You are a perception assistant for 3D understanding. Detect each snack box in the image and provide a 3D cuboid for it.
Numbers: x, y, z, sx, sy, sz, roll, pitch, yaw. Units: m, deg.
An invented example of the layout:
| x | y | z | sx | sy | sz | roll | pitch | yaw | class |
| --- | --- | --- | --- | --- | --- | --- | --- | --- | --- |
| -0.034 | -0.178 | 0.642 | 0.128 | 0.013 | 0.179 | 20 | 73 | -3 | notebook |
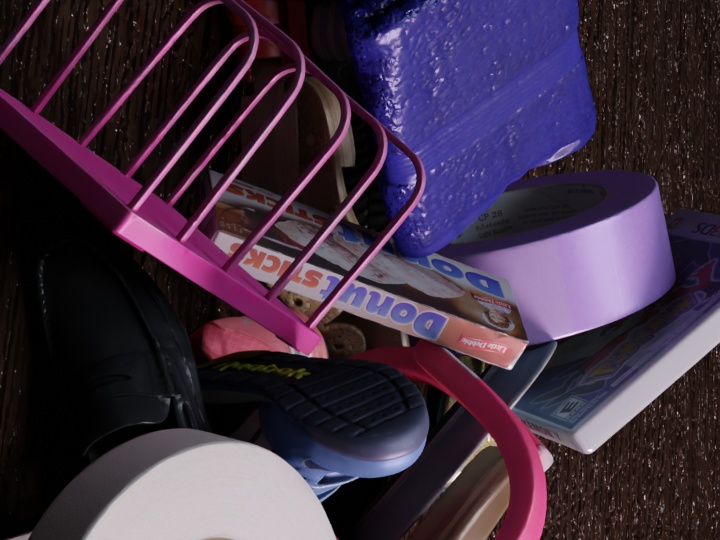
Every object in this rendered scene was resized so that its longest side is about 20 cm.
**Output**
| x | y | z | sx | sy | sz | roll | pitch | yaw | class |
| --- | --- | --- | --- | --- | --- | --- | --- | --- | --- |
| 0.000 | 0.000 | 1.501 | 0.199 | 0.024 | 0.072 | 20 | 26 | -19 | snack box |

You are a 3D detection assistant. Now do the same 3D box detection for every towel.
| x | y | z | sx | sy | sz | roll | pitch | yaw | class |
| --- | --- | --- | --- | --- | --- | --- | --- | --- | --- |
| 0.060 | -0.112 | 1.462 | 0.147 | 0.050 | 0.200 | -36 | 145 | -16 | towel |

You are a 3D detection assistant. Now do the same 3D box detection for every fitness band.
| x | y | z | sx | sy | sz | roll | pitch | yaw | class |
| --- | --- | --- | --- | --- | --- | --- | --- | --- | --- |
| 0.027 | 0.121 | 1.487 | 0.200 | 0.144 | 0.037 | 44 | 2 | 43 | fitness band |

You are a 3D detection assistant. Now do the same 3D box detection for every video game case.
| x | y | z | sx | sy | sz | roll | pitch | yaw | class |
| --- | --- | --- | --- | --- | --- | --- | --- | --- | --- |
| 0.178 | 0.034 | 1.675 | 0.200 | 0.182 | 0.023 | -40 | 106 | -11 | video game case |

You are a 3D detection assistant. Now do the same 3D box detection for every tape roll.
| x | y | z | sx | sy | sz | roll | pitch | yaw | class |
| --- | --- | --- | --- | --- | --- | --- | --- | --- | --- |
| -0.088 | 0.177 | 1.247 | 0.202 | 0.037 | 0.204 | -12 | 107 | -45 | tape roll |
| 0.099 | -0.006 | 1.671 | 0.200 | 0.199 | 0.066 | -36 | 116 | -62 | tape roll |

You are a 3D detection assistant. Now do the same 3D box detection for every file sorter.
| x | y | z | sx | sy | sz | roll | pitch | yaw | class |
| --- | --- | --- | --- | --- | --- | --- | --- | --- | --- |
| -0.077 | -0.071 | 1.334 | 0.126 | 0.139 | 0.200 | -51 | 147 | 2 | file sorter |

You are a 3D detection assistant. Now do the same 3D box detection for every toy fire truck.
| x | y | z | sx | sy | sz | roll | pitch | yaw | class |
| --- | --- | --- | --- | --- | --- | --- | --- | --- | --- |
| -0.013 | -0.133 | 1.522 | 0.129 | 0.175 | 0.201 | -55 | 147 | -56 | toy fire truck |

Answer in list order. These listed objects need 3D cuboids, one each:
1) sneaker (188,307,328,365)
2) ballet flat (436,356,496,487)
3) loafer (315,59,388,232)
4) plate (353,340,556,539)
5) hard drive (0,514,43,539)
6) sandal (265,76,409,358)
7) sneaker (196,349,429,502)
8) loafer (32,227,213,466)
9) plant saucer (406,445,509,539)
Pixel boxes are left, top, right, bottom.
| x | y | z | sx | sy | sz | roll | pitch | yaw | class |
| --- | --- | --- | --- | --- | --- | --- | --- | --- | --- |
| -0.071 | 0.121 | 1.460 | 0.086 | 0.074 | 0.201 | 2 | 85 | -39 | sneaker |
| 0.095 | 0.063 | 1.802 | 0.071 | 0.070 | 0.201 | 51 | 40 | -48 | ballet flat |
| 0.013 | -0.095 | 1.649 | 0.071 | 0.073 | 0.201 | 43 | 40 | -58 | loafer |
| 0.048 | 0.114 | 1.595 | 0.026 | 0.200 | 0.200 | 40 | 32 | 1 | plate |
| -0.156 | 0.193 | 1.273 | 0.200 | 0.038 | 0.141 | -9 | 91 | -64 | hard drive |
| -0.033 | -0.010 | 1.569 | 0.069 | 0.077 | 0.213 | -11 | 87 | -45 | sandal |
| -0.030 | 0.090 | 1.342 | 0.074 | 0.200 | 0.083 | -15 | 102 | -33 | sneaker |
| -0.113 | 0.071 | 1.314 | 0.201 | 0.068 | 0.070 | 66 | 15 | 6 | loafer |
| 0.039 | 0.182 | 1.573 | 0.200 | 0.029 | 0.200 | -52 | 170 | -13 | plant saucer |
